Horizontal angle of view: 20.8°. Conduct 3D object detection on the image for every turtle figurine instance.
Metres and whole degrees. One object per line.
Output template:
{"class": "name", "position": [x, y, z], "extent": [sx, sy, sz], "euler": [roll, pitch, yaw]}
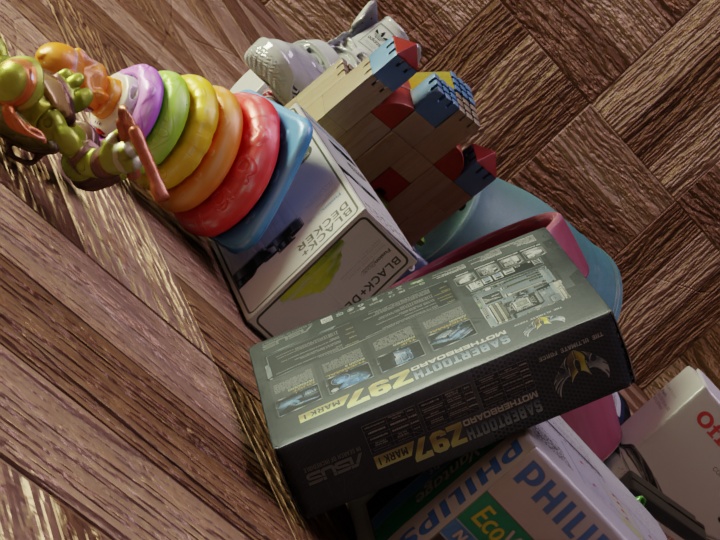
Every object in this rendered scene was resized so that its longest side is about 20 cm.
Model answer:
{"class": "turtle figurine", "position": [-0.177, -0.087, 1.127], "extent": [0.200, 0.065, 0.161], "euler": [40, -2, 11]}

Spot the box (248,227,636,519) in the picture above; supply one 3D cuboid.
{"class": "box", "position": [0.040, 0.054, 1.110], "extent": [0.158, 0.199, 0.051], "euler": [-117, -176, -71]}

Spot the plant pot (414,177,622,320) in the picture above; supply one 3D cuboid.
{"class": "plant pot", "position": [0.106, 0.001, 1.782], "extent": [0.188, 0.200, 0.200], "euler": [45, 7, -33]}

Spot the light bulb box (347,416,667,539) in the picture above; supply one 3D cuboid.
{"class": "light bulb box", "position": [0.099, 0.167, 1.158], "extent": [0.198, 0.125, 0.200], "euler": [46, 8, -17]}

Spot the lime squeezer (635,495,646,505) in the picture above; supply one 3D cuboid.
{"class": "lime squeezer", "position": [0.178, 0.262, 1.391], "extent": [0.038, 0.070, 0.201], "euler": [64, 21, -53]}

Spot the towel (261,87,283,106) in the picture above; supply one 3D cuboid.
{"class": "towel", "position": [-0.034, -0.103, 1.707], "extent": [0.144, 0.023, 0.200], "euler": [47, 3, -6]}

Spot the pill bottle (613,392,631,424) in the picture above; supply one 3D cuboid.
{"class": "pill bottle", "position": [0.204, 0.144, 1.984], "extent": [0.200, 0.112, 0.112], "euler": [44, 8, -31]}

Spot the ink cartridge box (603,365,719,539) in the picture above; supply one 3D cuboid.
{"class": "ink cartridge box", "position": [0.237, 0.196, 1.525], "extent": [0.145, 0.200, 0.084], "euler": [46, 7, -5]}

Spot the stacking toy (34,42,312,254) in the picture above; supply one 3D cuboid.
{"class": "stacking toy", "position": [-0.142, -0.101, 1.339], "extent": [0.199, 0.110, 0.116], "euler": [28, 2, -37]}

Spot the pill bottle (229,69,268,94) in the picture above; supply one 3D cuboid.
{"class": "pill bottle", "position": [-0.041, -0.107, 1.873], "extent": [0.200, 0.112, 0.113], "euler": [45, 7, -21]}

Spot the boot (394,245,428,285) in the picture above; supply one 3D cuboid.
{"class": "boot", "position": [0.000, 0.000, 1.615], "extent": [0.073, 0.090, 0.200], "euler": [52, 8, 34]}

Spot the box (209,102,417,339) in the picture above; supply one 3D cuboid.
{"class": "box", "position": [-0.043, -0.029, 1.411], "extent": [0.060, 0.117, 0.200], "euler": [43, 9, -30]}

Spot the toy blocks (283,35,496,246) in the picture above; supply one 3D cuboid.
{"class": "toy blocks", "position": [0.033, -0.108, 1.555], "extent": [0.200, 0.136, 0.100], "euler": [37, 26, -33]}

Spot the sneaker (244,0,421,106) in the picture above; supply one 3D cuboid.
{"class": "sneaker", "position": [-0.020, -0.178, 1.642], "extent": [0.075, 0.115, 0.200], "euler": [46, 5, 22]}

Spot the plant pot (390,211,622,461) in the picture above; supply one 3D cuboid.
{"class": "plant pot", "position": [0.108, 0.079, 1.518], "extent": [0.180, 0.199, 0.200], "euler": [62, 6, -6]}
